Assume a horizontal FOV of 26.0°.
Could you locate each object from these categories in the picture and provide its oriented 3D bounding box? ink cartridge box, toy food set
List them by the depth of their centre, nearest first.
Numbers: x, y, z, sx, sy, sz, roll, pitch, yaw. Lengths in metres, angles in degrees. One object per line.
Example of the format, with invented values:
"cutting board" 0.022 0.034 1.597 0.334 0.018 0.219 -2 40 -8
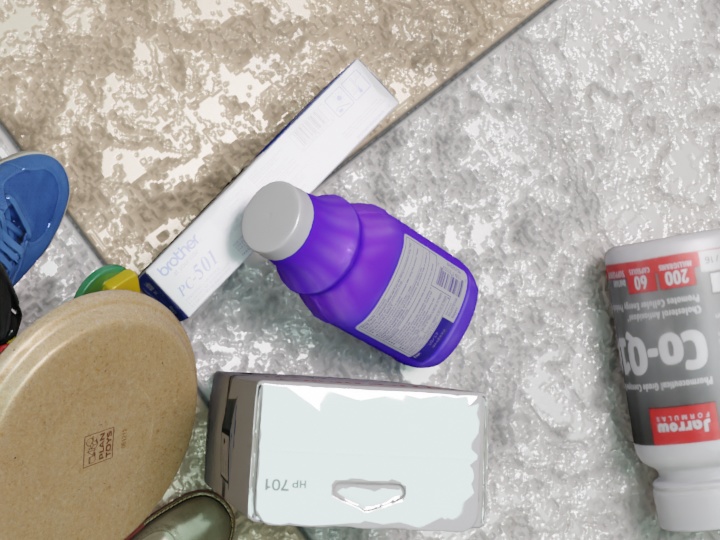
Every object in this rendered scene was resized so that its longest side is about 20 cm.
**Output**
"toy food set" -0.178 0.103 0.986 0.197 0.048 0.202 -34 133 -35
"ink cartridge box" -0.015 0.112 0.997 0.144 0.200 0.087 4 85 -13
"ink cartridge box" -0.065 -0.052 1.051 0.044 0.094 0.200 45 78 -6

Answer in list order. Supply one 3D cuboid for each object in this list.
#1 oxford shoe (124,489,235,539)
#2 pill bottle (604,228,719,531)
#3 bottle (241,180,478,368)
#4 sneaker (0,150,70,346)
"oxford shoe" -0.151 0.229 1.022 0.070 0.075 0.200 41 78 -7
"pill bottle" 0.242 0.075 1.103 0.112 0.114 0.203 -9 88 -13
"bottle" 0.000 0.000 1.024 0.199 0.065 0.084 29 88 -49
"sneaker" -0.232 -0.002 0.976 0.200 0.110 0.077 -47 120 -32
